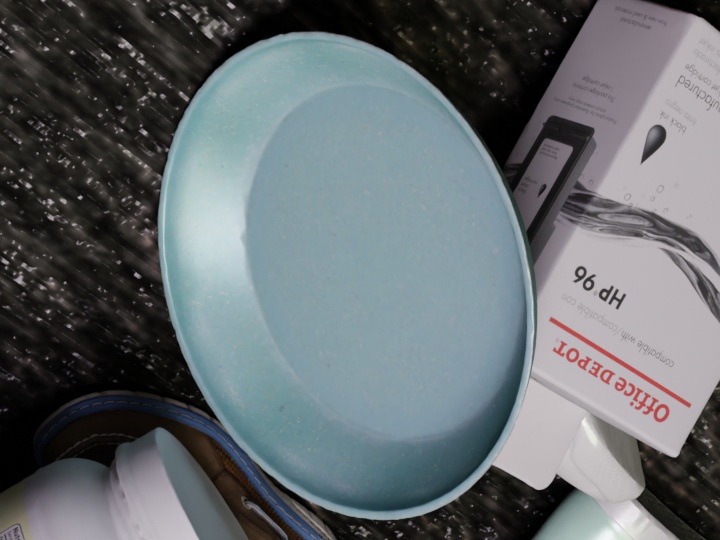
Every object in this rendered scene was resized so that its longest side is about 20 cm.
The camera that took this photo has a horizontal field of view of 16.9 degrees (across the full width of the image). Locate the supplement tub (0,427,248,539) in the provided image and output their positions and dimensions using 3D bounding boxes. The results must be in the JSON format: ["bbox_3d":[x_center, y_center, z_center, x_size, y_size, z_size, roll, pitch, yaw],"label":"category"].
[{"bbox_3d":[-0.138,0.169,1.016,0.200,0.145,0.145,-31,133,2],"label":"supplement tub"}]

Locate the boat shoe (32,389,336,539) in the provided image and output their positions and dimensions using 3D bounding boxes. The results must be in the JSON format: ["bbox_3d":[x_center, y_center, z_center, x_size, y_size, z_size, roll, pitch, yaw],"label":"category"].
[{"bbox_3d":[-0.068,0.124,1.124,0.072,0.072,0.200,-41,130,17],"label":"boat shoe"}]

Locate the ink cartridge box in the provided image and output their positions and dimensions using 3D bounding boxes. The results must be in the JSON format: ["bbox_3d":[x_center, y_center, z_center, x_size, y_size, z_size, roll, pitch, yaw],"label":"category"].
[{"bbox_3d":[0.109,-0.001,1.024,0.116,0.068,0.200,30,89,-36],"label":"ink cartridge box"}]

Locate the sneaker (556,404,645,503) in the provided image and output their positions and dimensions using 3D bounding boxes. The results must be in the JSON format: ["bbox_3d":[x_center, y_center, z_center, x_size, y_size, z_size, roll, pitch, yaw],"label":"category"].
[{"bbox_3d":[0.056,0.047,1.114,0.088,0.075,0.200,-27,128,22],"label":"sneaker"}]

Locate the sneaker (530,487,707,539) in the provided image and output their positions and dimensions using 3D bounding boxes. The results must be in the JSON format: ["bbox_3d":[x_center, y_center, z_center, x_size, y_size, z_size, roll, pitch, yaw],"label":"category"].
[{"bbox_3d":[0.143,0.192,1.253,0.118,0.074,0.200,-42,120,10],"label":"sneaker"}]

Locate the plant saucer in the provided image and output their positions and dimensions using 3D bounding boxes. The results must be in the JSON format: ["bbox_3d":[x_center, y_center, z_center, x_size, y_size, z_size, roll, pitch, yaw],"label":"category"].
[{"bbox_3d":[0.000,0.000,0.982,0.036,0.200,0.200,-19,143,-47],"label":"plant saucer"}]
